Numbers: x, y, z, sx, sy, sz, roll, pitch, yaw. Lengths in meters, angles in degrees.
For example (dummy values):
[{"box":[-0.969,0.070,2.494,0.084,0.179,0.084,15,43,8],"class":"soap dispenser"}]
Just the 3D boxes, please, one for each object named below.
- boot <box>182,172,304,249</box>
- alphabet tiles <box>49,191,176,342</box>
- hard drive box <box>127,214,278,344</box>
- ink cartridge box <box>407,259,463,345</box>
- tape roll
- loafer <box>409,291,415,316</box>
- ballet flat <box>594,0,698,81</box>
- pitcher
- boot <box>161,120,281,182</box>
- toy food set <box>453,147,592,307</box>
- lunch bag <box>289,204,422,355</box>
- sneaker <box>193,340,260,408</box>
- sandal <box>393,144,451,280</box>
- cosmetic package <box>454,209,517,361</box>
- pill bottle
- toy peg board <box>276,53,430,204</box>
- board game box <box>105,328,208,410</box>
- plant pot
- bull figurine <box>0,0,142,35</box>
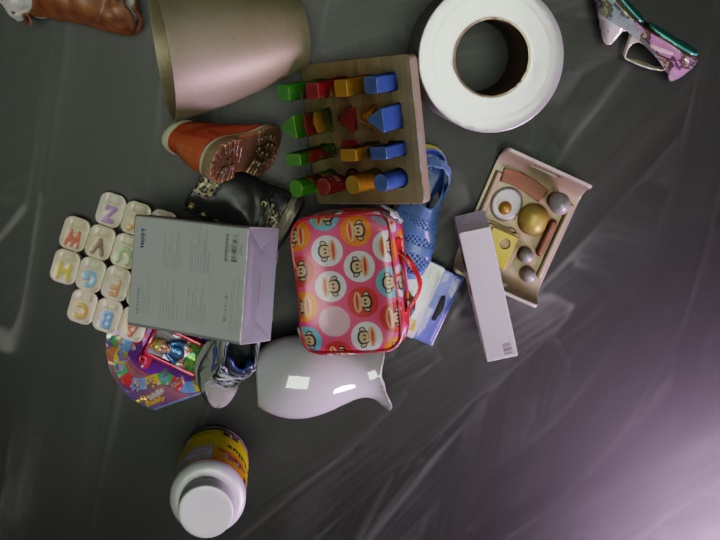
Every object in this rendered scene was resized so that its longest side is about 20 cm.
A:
[{"box":[-0.190,-0.057,1.578,0.150,0.073,0.201,34,107,-4],"class":"boot"},{"box":[-0.348,-0.005,1.585,0.198,0.015,0.198,18,93,1],"class":"alphabet tiles"},{"box":[-0.218,0.009,1.494,0.198,0.077,0.158,8,95,29],"class":"hard drive box"},{"box":[0.041,0.019,1.626,0.198,0.042,0.120,24,98,-6],"class":"ink cartridge box"},{"box":[0.171,-0.299,1.520,0.200,0.139,0.205,-1,103,-4],"class":"tape roll"},{"box":[0.000,0.000,1.575,0.200,0.063,0.072,46,117,5],"class":"loafer"},{"box":[0.395,-0.342,1.570,0.199,0.069,0.071,35,117,-10],"class":"ballet flat"},{"box":[-0.056,0.130,1.600,0.197,0.121,0.174,-3,104,-7],"class":"pitcher"},{"box":[-0.188,-0.180,1.513,0.106,0.199,0.076,24,109,22],"class":"boot"},{"box":[0.239,-0.063,1.612,0.142,0.060,0.202,22,99,-8],"class":"toy food set"},{"box":[-0.001,0.014,1.498,0.174,0.082,0.203,-3,97,15],"class":"lunch bag"},{"box":[-0.189,0.129,1.572,0.076,0.086,0.202,5,123,-23],"class":"sneaker"},{"box":[0.084,-0.086,1.565,0.078,0.087,0.203,10,89,-11],"class":"sandal"},{"box":[0.181,0.022,1.575,0.050,0.083,0.202,-12,109,6],"class":"cosmetic package"},{"box":[-0.219,0.310,1.584,0.108,0.200,0.111,-1,102,-4],"class":"pill bottle"},{"box":[-0.019,-0.184,1.495,0.198,0.097,0.203,3,106,40],"class":"toy peg board"},{"box":[-0.282,0.124,1.622,0.198,0.039,0.160,-19,102,0],"class":"board game box"},{"box":[-0.175,-0.314,1.485,0.198,0.187,0.190,-12,103,-15],"class":"plant pot"},{"box":[-0.394,-0.382,1.490,0.198,0.066,0.122,10,134,-14],"class":"bull figurine"}]
